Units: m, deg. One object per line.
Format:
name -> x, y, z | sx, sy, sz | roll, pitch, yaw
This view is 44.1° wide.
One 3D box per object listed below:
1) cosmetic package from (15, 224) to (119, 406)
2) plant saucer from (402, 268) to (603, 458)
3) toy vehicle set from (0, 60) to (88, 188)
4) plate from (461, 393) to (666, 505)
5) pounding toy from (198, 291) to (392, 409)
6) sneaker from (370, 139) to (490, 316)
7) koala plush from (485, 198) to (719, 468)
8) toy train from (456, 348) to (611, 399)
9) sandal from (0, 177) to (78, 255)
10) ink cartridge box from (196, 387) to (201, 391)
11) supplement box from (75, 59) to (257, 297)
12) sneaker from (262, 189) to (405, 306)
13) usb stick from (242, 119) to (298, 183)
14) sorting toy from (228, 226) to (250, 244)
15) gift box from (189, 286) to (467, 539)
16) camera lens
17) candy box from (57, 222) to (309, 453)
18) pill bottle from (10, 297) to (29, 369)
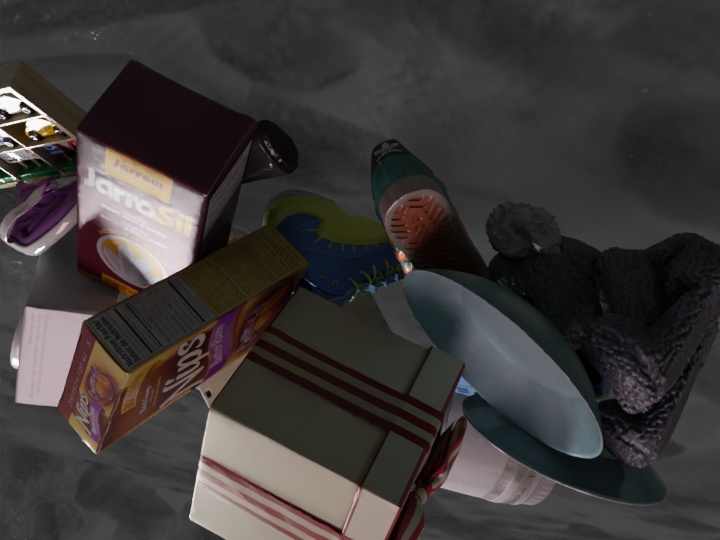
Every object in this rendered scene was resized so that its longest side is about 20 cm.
cosmetic package -> -0.274, 0.026, 0.855 | 0.080, 0.201, 0.114 | 9, 119, -15
plant saucer -> 0.118, 0.062, 0.695 | 0.201, 0.039, 0.201 | 42, 165, 14
toy vehicle set -> -0.324, -0.123, 0.797 | 0.198, 0.027, 0.124 | -4, 152, 33
plate -> 0.189, 0.151, 0.817 | 0.198, 0.026, 0.200 | 20, -169, -4
pounding toy -> -0.067, 0.099, 0.995 | 0.183, 0.143, 0.199 | -35, 171, 35
sneaker -> 0.058, -0.031, 0.749 | 0.071, 0.081, 0.201 | -22, 142, 4
koala plush -> 0.195, 0.029, 0.763 | 0.198, 0.185, 0.178 | 24, 155, 30
toy train -> 0.172, 0.085, 0.917 | 0.198, 0.087, 0.115 | 5, 143, 34
sandal -> -0.301, -0.056, 0.812 | 0.050, 0.083, 0.201 | 41, 152, -28
ink cartridge box -> -0.145, 0.136, 1.168 | 0.199, 0.085, 0.144 | 32, 172, -39
supplement box -> -0.165, -0.056, 0.728 | 0.109, 0.086, 0.201 | 26, 145, 0
sneaker -> 0.000, 0.000, 0.816 | 0.197, 0.106, 0.076 | 14, 157, -3
usb stick -> -0.137, -0.091, 0.769 | 0.198, 0.033, 0.055 | -6, 145, 37
sorting toy -> -0.170, 0.024, 0.943 | 0.198, 0.108, 0.180 | 20, 153, -18
gift box -> -0.019, 0.156, 0.757 | 0.185, 0.185, 0.201 | 25, 137, 10
camera lens -> 0.143, 0.203, 1.132 | 0.198, 0.162, 0.160 | 17, 156, -12
candy box -> -0.140, 0.051, 0.717 | 0.056, 0.199, 0.117 | 45, 135, 13
pill bottle -> -0.369, 0.106, 1.228 | 0.198, 0.112, 0.111 | 17, 156, -11
